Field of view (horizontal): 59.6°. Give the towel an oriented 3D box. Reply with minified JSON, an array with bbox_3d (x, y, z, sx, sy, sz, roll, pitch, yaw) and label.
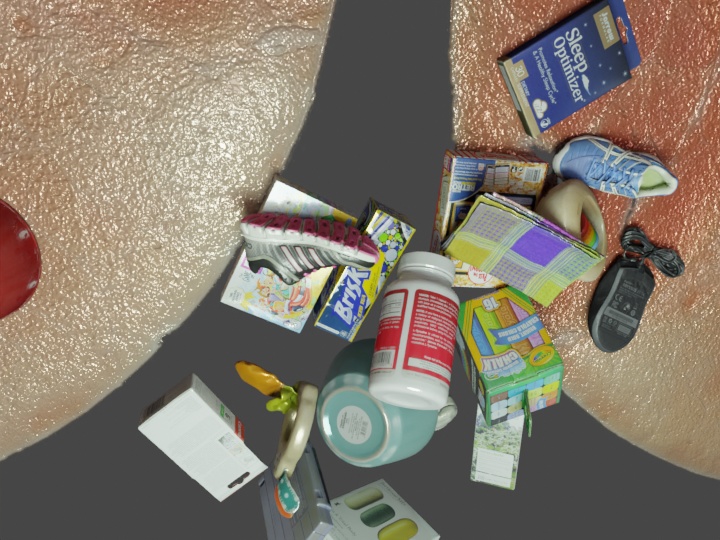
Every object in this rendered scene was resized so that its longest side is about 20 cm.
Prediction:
[{"bbox_3d":[0.221,-0.026,0.890,0.197,0.023,0.144,27,142,-8],"label":"towel"}]

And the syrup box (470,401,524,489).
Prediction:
[{"bbox_3d":[0.238,0.263,1.076,0.077,0.081,0.204,8,113,16],"label":"syrup box"}]

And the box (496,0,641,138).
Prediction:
[{"bbox_3d":[0.306,-0.296,0.896,0.198,0.032,0.122,-32,114,2],"label":"box"}]

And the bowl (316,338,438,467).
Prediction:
[{"bbox_3d":[0.012,0.216,0.963,0.197,0.105,0.205,4,101,23],"label":"bowl"}]

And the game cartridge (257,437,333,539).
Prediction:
[{"bbox_3d":[-0.106,0.368,1.004,0.038,0.201,0.130,34,104,-30],"label":"game cartridge"}]

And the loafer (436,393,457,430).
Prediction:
[{"bbox_3d":[0.069,0.260,1.064,0.196,0.071,0.070,-17,145,10],"label":"loafer"}]

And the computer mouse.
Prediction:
[{"bbox_3d":[0.442,0.040,1.055,0.137,0.053,0.203,27,93,-18],"label":"computer mouse"}]

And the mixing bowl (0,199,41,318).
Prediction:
[{"bbox_3d":[-0.537,0.001,0.824,0.196,0.109,0.204,-4,113,-10],"label":"mixing bowl"}]

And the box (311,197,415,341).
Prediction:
[{"bbox_3d":[0.000,0.000,0.945,0.069,0.064,0.202,24,106,-18],"label":"box"}]

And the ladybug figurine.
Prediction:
[{"bbox_3d":[0.318,-0.056,0.950,0.199,0.071,0.138,38,60,-46],"label":"ladybug figurine"}]

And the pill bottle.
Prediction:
[{"bbox_3d":[0.080,0.083,0.883,0.110,0.112,0.204,19,67,-17],"label":"pill bottle"}]

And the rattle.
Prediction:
[{"bbox_3d":[-0.143,0.259,0.964,0.141,0.129,0.204,24,78,-28],"label":"rattle"}]

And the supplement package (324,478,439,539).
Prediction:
[{"bbox_3d":[-0.001,0.478,1.051,0.198,0.151,0.153,0,118,-50],"label":"supplement package"}]

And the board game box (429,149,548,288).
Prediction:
[{"bbox_3d":[0.189,-0.074,0.958,0.148,0.046,0.204,3,112,-12],"label":"board game box"}]

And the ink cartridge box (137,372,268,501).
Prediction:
[{"bbox_3d":[-0.250,0.274,1.022,0.108,0.051,0.201,-35,115,5],"label":"ink cartridge box"}]

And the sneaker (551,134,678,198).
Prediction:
[{"bbox_3d":[0.384,-0.154,0.945,0.196,0.077,0.077,5,114,-11],"label":"sneaker"}]

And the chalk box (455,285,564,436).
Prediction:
[{"bbox_3d":[0.229,0.146,0.956,0.122,0.202,0.126,-19,144,-2],"label":"chalk box"}]

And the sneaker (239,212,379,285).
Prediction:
[{"bbox_3d":[-0.073,-0.020,0.877,0.195,0.074,0.089,9,116,-2],"label":"sneaker"}]

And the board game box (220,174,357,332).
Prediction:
[{"bbox_3d":[-0.107,-0.020,0.933,0.132,0.034,0.202,23,107,-18],"label":"board game box"}]
